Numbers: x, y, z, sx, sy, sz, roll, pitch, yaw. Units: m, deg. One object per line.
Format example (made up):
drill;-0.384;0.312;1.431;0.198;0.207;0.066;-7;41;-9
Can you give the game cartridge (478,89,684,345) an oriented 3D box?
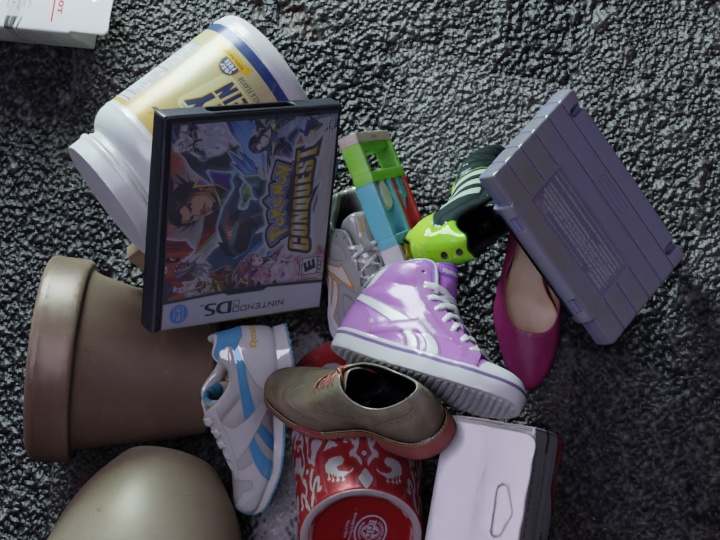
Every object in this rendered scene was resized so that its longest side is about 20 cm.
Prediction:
game cartridge;0.201;-0.046;1.421;0.130;0.038;0.201;-44;109;-20

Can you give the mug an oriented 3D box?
mug;0.007;0.189;1.422;0.132;0.201;0.179;-20;121;10

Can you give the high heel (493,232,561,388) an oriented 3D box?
high heel;0.161;0.007;1.461;0.066;0.096;0.203;-1;82;-1

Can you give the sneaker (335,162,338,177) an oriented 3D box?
sneaker;-0.075;-0.034;1.513;0.089;0.078;0.201;13;64;50

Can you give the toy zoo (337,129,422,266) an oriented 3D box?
toy zoo;0.039;-0.034;1.471;0.020;0.131;0.202;-21;91;16

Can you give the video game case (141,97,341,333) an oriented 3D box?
video game case;-0.106;-0.050;1.403;0.025;0.179;0.202;34;125;50

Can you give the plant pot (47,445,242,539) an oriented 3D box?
plant pot;-0.196;0.247;1.488;0.198;0.201;0.136;3;62;15

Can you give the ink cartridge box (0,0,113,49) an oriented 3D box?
ink cartridge box;-0.336;-0.301;1.652;0.197;0.068;0.118;8;84;16

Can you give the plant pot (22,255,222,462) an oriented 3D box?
plant pot;-0.226;0.094;1.522;0.172;0.200;0.203;7;83;-4

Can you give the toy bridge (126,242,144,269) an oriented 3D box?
toy bridge;-0.202;-0.090;1.550;0.067;0.027;0.201;-34;43;24

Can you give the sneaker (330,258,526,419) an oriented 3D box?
sneaker;0.073;0.048;1.333;0.199;0.073;0.115;21;72;36

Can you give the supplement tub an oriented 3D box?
supplement tub;-0.155;-0.123;1.446;0.199;0.145;0.145;-39;74;-13

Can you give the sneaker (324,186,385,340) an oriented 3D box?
sneaker;0.000;0.000;1.462;0.075;0.093;0.201;-8;40;-19

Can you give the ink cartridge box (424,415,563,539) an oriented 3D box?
ink cartridge box;0.120;0.209;1.393;0.082;0.200;0.149;9;84;15

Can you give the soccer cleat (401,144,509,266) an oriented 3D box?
soccer cleat;0.112;-0.057;1.450;0.080;0.200;0.068;-7;117;34

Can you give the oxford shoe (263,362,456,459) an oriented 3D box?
oxford shoe;-0.010;0.101;1.335;0.198;0.075;0.071;6;49;37

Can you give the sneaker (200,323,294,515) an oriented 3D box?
sneaker;-0.111;0.139;1.466;0.080;0.077;0.202;0;116;-12
